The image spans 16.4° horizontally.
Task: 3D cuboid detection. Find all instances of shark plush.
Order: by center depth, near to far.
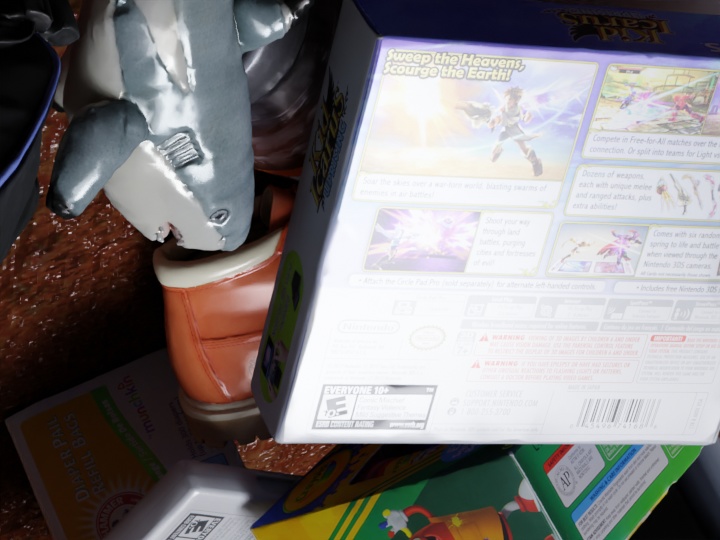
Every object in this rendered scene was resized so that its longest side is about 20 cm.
[{"bbox_3d":[-0.056,-0.102,0.902,0.083,0.091,0.201,12,108,-13],"label":"shark plush"}]

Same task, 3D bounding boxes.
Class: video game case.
[{"bbox_3d":[0.071,-0.016,0.987,0.199,0.045,0.182,2,122,-22],"label":"video game case"},{"bbox_3d":[-0.083,0.168,1.227,0.182,0.024,0.200,13,130,-49],"label":"video game case"}]

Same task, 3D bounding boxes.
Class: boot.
[{"bbox_3d":[0.000,0.000,1.176,0.199,0.075,0.108,-21,116,-9],"label":"boot"}]

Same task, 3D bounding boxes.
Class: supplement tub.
[{"bbox_3d":[-0.002,-0.083,1.026,0.107,0.107,0.200,-41,150,24],"label":"supplement tub"}]

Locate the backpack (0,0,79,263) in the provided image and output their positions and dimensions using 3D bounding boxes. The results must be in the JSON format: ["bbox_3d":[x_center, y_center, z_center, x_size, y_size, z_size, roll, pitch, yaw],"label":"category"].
[{"bbox_3d":[-0.215,-0.027,0.838,0.190,0.200,0.154,25,133,-2],"label":"backpack"}]

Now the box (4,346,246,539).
[{"bbox_3d":[-0.103,0.142,1.307,0.101,0.113,0.200,-23,151,-8],"label":"box"}]

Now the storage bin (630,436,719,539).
[{"bbox_3d":[0.183,0.193,1.571,0.145,0.200,0.134,-27,161,-1],"label":"storage bin"}]

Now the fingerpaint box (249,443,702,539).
[{"bbox_3d":[0.072,0.079,1.157,0.167,0.074,0.200,-21,-166,43],"label":"fingerpaint box"}]

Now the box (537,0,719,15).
[{"bbox_3d":[0.180,-0.079,1.143,0.106,0.153,0.200,-40,150,21],"label":"box"}]
